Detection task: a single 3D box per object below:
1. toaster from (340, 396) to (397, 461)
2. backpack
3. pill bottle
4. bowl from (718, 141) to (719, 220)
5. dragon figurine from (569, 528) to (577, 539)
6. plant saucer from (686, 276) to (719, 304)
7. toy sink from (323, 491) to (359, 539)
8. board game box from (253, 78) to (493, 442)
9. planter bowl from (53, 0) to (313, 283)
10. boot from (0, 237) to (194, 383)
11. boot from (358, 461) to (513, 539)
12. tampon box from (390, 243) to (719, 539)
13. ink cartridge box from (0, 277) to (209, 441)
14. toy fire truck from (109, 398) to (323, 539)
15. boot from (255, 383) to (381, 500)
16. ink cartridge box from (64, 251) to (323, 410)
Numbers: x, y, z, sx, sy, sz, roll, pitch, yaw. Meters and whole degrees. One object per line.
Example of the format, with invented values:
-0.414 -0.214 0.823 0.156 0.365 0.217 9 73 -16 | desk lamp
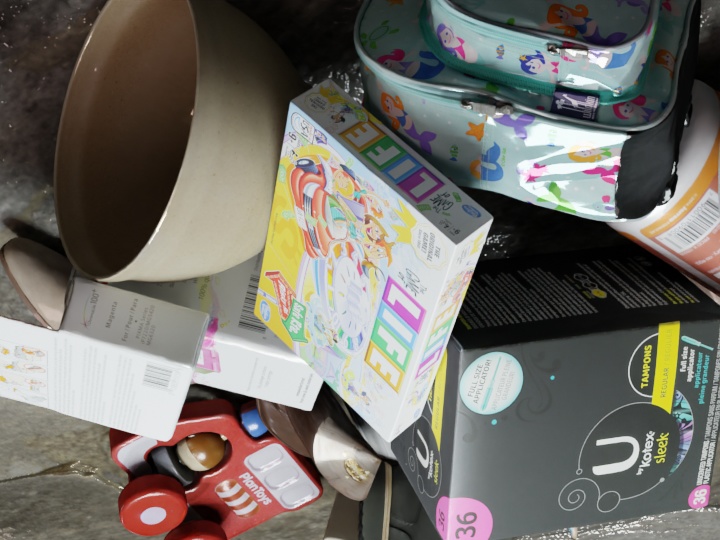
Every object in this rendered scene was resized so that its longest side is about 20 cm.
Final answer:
0.060 0.090 1.042 0.197 0.115 0.130 -3 140 14 | toaster
0.094 -0.131 0.740 0.197 0.179 0.152 8 137 19 | backpack
0.266 -0.036 0.857 0.198 0.113 0.112 29 136 -21 | pill bottle
0.305 -0.094 0.751 0.196 0.075 0.203 2 101 -11 | bowl
0.159 0.209 1.194 0.098 0.059 0.201 2 140 9 | dragon figurine
0.216 0.069 0.981 0.197 0.035 0.203 -8 116 -17 | plant saucer
0.027 0.287 1.187 0.128 0.200 0.114 9 96 2 | toy sink
0.000 0.000 0.773 0.134 0.034 0.201 41 144 21 | board game box
-0.104 -0.083 0.841 0.133 0.203 0.200 12 145 -37 | planter bowl
-0.187 0.018 1.051 0.145 0.071 0.200 -30 116 29 | boot
0.067 0.264 1.047 0.136 0.204 0.077 1 174 -4 | boot
0.133 0.082 0.866 0.197 0.126 0.152 -6 115 -16 | tampon box
-0.202 0.057 0.873 0.171 0.044 0.200 17 156 -7 | ink cartridge box
-0.145 0.193 1.223 0.166 0.113 0.201 -28 131 5 | toy fire truck
-0.029 0.145 1.063 0.064 0.200 0.187 -39 128 -8 | boot
-0.112 0.004 0.954 0.197 0.146 0.085 15 148 -5 | ink cartridge box
